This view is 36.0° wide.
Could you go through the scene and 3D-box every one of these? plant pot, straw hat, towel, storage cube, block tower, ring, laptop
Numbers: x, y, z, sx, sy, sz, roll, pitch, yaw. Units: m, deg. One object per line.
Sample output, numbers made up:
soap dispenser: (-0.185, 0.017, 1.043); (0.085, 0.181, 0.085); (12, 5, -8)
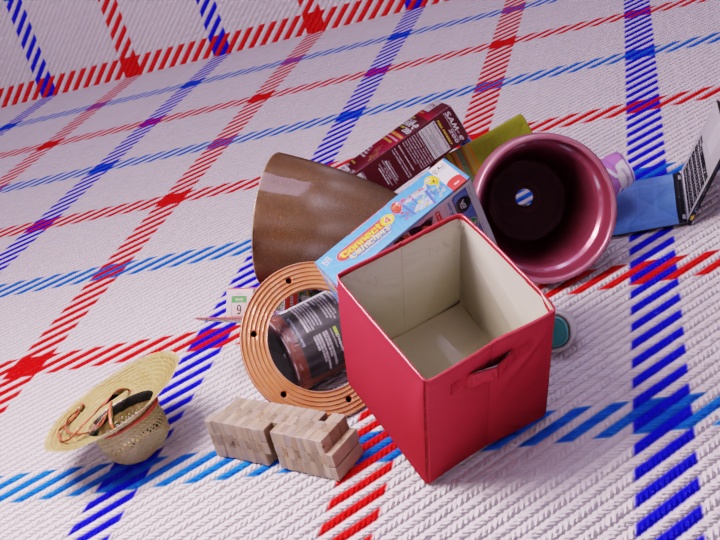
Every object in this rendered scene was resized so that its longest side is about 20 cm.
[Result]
plant pot: (0.246, -0.093, 1.561); (0.197, 0.203, 0.179); (-16, 7, 2)
straw hat: (-0.294, 0.197, 1.408); (0.199, 0.086, 0.202); (-27, 20, 10)
towel: (0.202, -0.167, 1.684); (0.199, 0.087, 0.018); (-31, 3, -33)
storage cube: (0.091, 0.082, 1.205); (0.169, 0.182, 0.200); (-26, 49, -20)
block tower: (-0.092, 0.196, 1.309); (0.198, 0.055, 0.058); (3, 29, 37)
plant pot: (-0.028, -0.059, 1.530); (0.196, 0.190, 0.187); (7, 29, 12)
ring: (-0.054, 0.088, 1.383); (0.198, 0.202, 0.019); (-26, -10, -20)
laptop: (0.440, -0.149, 1.627); (0.114, 0.202, 0.188); (21, 30, 1)

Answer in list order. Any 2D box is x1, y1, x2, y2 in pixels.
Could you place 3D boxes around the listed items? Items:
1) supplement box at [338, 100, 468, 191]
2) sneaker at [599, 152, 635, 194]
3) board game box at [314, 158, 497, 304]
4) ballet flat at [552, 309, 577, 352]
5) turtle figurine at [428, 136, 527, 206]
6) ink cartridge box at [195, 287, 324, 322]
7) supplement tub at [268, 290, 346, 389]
supplement box: (0.057, -0.171, 1.659); (0.199, 0.061, 0.109); (-35, 15, 0)
sneaker: (0.345, -0.139, 1.700); (0.113, 0.073, 0.200); (-30, 21, -15)
board game box: (0.069, 0.005, 1.309); (0.195, 0.201, 0.056); (-38, 45, -9)
ballet flat: (0.180, 0.073, 1.394); (0.197, 0.070, 0.070); (0, 28, 27)
turtle figurine: (0.160, -0.090, 1.736); (0.142, 0.201, 0.195); (25, 65, 22)
ink cartridge box: (-0.125, 0.048, 1.538); (0.108, 0.051, 0.199); (-2, -5, 34)
supplement tub: (-0.021, 0.074, 1.463); (0.198, 0.108, 0.107); (-25, 24, -20)
